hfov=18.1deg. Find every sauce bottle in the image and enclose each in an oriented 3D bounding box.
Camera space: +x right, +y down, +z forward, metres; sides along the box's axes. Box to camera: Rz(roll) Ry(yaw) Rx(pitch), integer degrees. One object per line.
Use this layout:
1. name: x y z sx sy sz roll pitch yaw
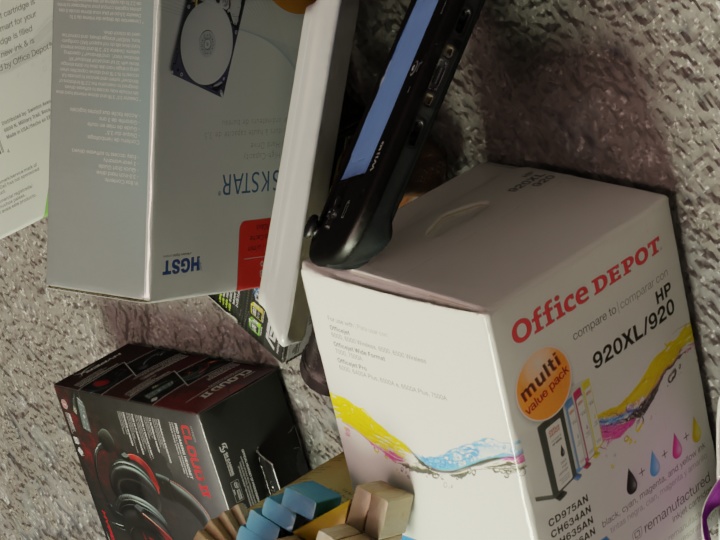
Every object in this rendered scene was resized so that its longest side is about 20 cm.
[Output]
1. sauce bottle: 0.000 0.000 1.336 0.066 0.066 0.200 43 140 22

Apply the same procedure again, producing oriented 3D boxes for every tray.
1. tray: -0.029 -0.060 1.231 0.107 0.022 0.200 2 -83 -87

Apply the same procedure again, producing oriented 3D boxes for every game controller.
1. game controller: 0.025 -0.093 1.132 0.042 0.200 0.104 22 174 -2

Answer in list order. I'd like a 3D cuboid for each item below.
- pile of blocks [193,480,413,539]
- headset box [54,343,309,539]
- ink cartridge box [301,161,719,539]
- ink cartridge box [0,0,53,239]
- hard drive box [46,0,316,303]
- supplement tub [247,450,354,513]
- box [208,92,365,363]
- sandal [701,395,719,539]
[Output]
1. pile of blocks: -0.061 0.162 1.217 0.200 0.062 0.082 -39 71 32
2. headset box: -0.111 0.140 1.571 0.200 0.075 0.149 7 120 50
3. ink cartridge box: 0.084 0.065 1.206 0.145 0.147 0.200 13 125 47
4. ink cartridge box: -0.259 -0.129 1.498 0.084 0.145 0.200 7 120 51
5. hard drive box: -0.094 -0.091 1.248 0.077 0.156 0.200 8 100 33
6. supplement tub: -0.004 0.189 1.360 0.144 0.200 0.145 30 135 36
7. box: -0.085 -0.070 1.411 0.193 0.047 0.200 42 142 27
8. sandal: 0.210 0.148 1.191 0.082 0.050 0.203 12 122 48
